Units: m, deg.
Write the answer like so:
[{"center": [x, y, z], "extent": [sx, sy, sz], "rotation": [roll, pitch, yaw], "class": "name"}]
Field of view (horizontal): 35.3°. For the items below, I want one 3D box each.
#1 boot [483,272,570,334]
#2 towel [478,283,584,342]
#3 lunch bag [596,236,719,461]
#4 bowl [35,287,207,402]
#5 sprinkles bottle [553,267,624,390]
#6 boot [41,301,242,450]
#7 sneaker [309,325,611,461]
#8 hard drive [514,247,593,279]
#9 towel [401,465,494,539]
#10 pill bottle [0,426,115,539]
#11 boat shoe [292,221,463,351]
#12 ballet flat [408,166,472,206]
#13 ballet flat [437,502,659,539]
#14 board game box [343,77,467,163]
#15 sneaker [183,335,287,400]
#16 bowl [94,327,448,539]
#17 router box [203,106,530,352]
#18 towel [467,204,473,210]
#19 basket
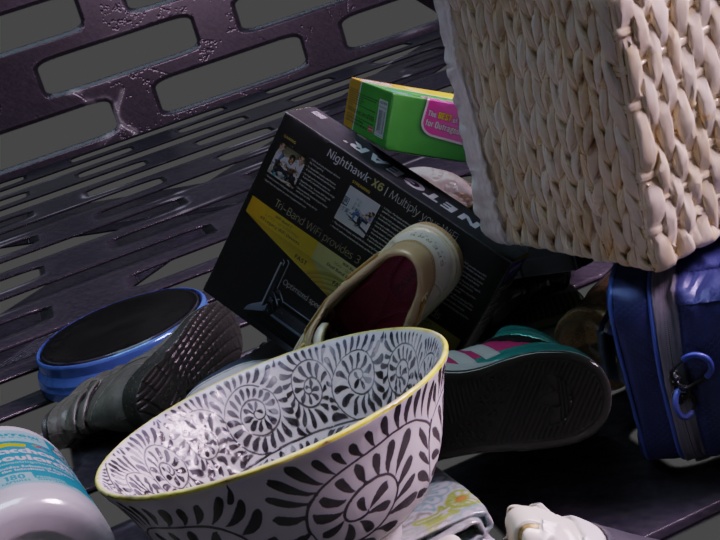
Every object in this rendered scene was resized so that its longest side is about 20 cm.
[{"center": [0.075, 0.007, 0.989], "extent": [0.131, 0.071, 0.199], "rotation": [-24, 30, -37], "class": "boot"}, {"center": [0.115, 0.039, 0.986], "extent": [0.151, 0.024, 0.200], "rotation": [-17, 16, -2], "class": "towel"}, {"center": [0.223, 0.032, 0.716], "extent": [0.131, 0.137, 0.200], "rotation": [-8, 21, 27], "class": "lunch bag"}, {"center": [-0.247, 0.073, 1.191], "extent": [0.198, 0.040, 0.201], "rotation": [-16, 18, 5], "class": "bowl"}, {"center": [0.222, 0.017, 0.874], "extent": [0.068, 0.069, 0.199], "rotation": [-1, 24, 40], "class": "sprinkles bottle"}, {"center": [-0.204, 0.094, 1.055], "extent": [0.129, 0.068, 0.200], "rotation": [-14, 16, 29], "class": "boot"}, {"center": [0.063, 0.078, 0.735], "extent": [0.197, 0.085, 0.121], "rotation": [-1, -3, 13], "class": "sneaker"}, {"center": [0.174, -0.039, 0.891], "extent": [0.199, 0.038, 0.139], "rotation": [-23, 9, -37], "class": "hard drive"}, {"center": [-0.026, 0.166, 0.703], "extent": [0.169, 0.049, 0.200], "rotation": [-20, 18, -18], "class": "towel"}, {"center": [-0.239, 0.173, 0.767], "extent": [0.110, 0.112, 0.199], "rotation": [-24, 19, -21], "class": "pill bottle"}, {"center": [-0.010, 0.051, 0.775], "extent": [0.201, 0.074, 0.069], "rotation": [-55, -15, 22], "class": "boat shoe"}, {"center": [0.117, -0.046, 1.055], "extent": [0.197, 0.068, 0.046], "rotation": [15, -11, 10], "class": "ballet flat"}, {"center": [0.070, 0.162, 0.582], "extent": [0.197, 0.074, 0.073], "rotation": [-18, 18, -5], "class": "ballet flat"}, {"center": [0.098, -0.108, 0.872], "extent": [0.197, 0.041, 0.153], "rotation": [7, 12, -14], "class": "board game box"}, {"center": [-0.075, 0.075, 0.938], "extent": [0.200, 0.078, 0.146], "rotation": [-15, 26, -28], "class": "sneaker"}, {"center": [-0.033, 0.114, 0.610], "extent": [0.198, 0.095, 0.201], "rotation": [-19, 10, 3], "class": "bowl"}, {"center": [0.000, 0.000, 0.829], "extent": [0.199, 0.158, 0.052], "rotation": [35, 23, 14], "class": "router box"}, {"center": [0.140, -0.064, 0.987], "extent": [0.198, 0.018, 0.086], "rotation": [-21, -2, 1], "class": "towel"}, {"center": [0.174, -0.126, 0.693], "extent": [0.197, 0.202, 0.160], "rotation": [-26, 26, -24], "class": "basket"}]
